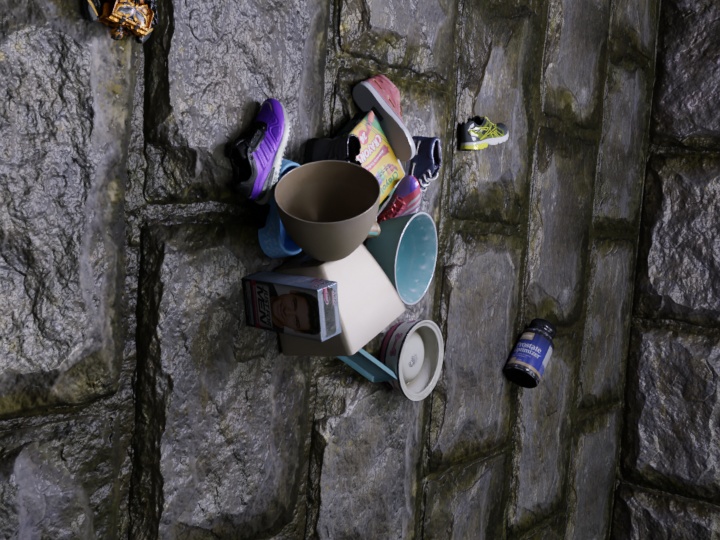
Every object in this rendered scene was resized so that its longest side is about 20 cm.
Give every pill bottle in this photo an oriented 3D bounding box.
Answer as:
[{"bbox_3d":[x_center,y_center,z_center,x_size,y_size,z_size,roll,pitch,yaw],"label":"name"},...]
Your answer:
[{"bbox_3d":[0.527,0.250,2.550,0.201,0.111,0.112,-59,137,-29],"label":"pill bottle"}]

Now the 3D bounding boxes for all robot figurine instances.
[{"bbox_3d":[-0.361,-0.461,1.301,0.144,0.058,0.203,12,85,-52],"label":"robot figurine"}]

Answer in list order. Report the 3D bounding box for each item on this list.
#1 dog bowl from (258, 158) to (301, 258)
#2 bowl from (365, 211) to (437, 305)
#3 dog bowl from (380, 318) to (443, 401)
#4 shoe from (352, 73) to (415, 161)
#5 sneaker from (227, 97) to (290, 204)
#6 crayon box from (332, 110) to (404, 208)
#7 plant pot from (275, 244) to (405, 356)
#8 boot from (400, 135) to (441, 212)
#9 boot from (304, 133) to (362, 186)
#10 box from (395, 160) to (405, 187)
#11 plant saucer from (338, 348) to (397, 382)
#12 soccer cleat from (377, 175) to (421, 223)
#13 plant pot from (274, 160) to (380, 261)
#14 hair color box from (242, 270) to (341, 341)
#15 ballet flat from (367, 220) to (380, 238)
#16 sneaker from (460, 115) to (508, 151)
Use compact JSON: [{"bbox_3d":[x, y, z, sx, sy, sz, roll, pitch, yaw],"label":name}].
[{"bbox_3d":[-0.149,-0.122,1.646,0.111,0.049,0.203,-13,107,-51],"label":"dog bowl"},{"bbox_3d":[0.079,-0.034,1.810,0.200,0.104,0.204,-29,124,-55],"label":"bowl"},{"bbox_3d":[0.123,0.214,2.042,0.199,0.073,0.203,-14,108,-51],"label":"dog bowl"},{"bbox_3d":[0.071,-0.341,1.833,0.201,0.071,0.091,53,45,-3],"label":"shoe"},{"bbox_3d":[-0.196,-0.232,1.550,0.099,0.069,0.203,15,81,-44],"label":"sneaker"},{"bbox_3d":[0.021,-0.225,1.797,0.127,0.050,0.201,-51,124,-34],"label":"crayon box"},{"bbox_3d":[-0.060,0.047,1.687,0.199,0.198,0.179,-36,113,-44],"label":"plant pot"},{"bbox_3d":[0.142,-0.220,1.980,0.072,0.090,0.203,-9,103,-51],"label":"boot"},{"bbox_3d":[-0.057,-0.173,1.685,0.069,0.131,0.203,-10,103,-43],"label":"boot"},{"bbox_3d":[0.024,-0.196,1.873,0.201,0.034,0.111,-55,135,-31],"label":"box"},{"bbox_3d":[0.009,0.211,1.897,0.200,0.069,0.019,42,47,-47],"label":"plant saucer"},{"bbox_3d":[0.075,-0.129,1.858,0.076,0.067,0.201,-30,160,-38],"label":"soccer cleat"},{"bbox_3d":[-0.059,-0.097,1.577,0.200,0.199,0.136,-44,145,-39],"label":"plant pot"},{"bbox_3d":[-0.132,0.065,1.575,0.060,0.198,0.100,-22,113,-48],"label":"hair color box"},{"bbox_3d":[-0.008,-0.126,1.722,0.072,0.200,0.068,10,117,-28],"label":"ballet flat"},{"bbox_3d":[0.335,-0.376,2.220,0.199,0.074,0.086,-29,118,-47],"label":"sneaker"}]
